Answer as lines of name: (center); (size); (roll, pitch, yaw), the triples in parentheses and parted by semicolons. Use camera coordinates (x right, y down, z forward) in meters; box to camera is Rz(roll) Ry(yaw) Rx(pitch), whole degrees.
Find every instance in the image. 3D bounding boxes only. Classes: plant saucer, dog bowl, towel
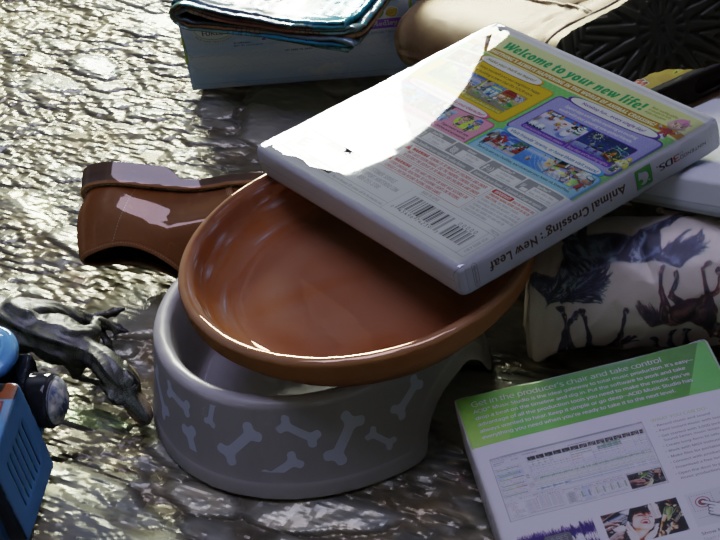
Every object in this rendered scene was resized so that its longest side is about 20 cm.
plant saucer: (0.000, 0.000, 1.167); (0.198, 0.038, 0.201); (-8, 37, 6)
dog bowl: (-0.027, 0.040, 1.201); (0.198, 0.059, 0.201); (-8, 36, 6)
towel: (-0.028, -0.220, 1.473); (0.146, 0.022, 0.200); (10, 42, 24)

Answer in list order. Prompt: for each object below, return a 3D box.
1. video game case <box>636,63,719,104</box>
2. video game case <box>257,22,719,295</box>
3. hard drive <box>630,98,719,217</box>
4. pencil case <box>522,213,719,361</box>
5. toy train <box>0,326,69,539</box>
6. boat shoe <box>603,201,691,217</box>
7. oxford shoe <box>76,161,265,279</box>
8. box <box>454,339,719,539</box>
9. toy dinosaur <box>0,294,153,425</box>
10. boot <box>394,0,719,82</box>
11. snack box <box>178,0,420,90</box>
video game case: (0.209, -0.182, 1.466); (0.180, 0.026, 0.200); (-24, 39, -18)
video game case: (0.068, -0.068, 1.185); (0.181, 0.022, 0.200); (-29, 35, -23)
hard drive: (0.240, -0.056, 1.163); (0.131, 0.026, 0.199); (-23, 25, -39)
pencil case: (0.183, 0.008, 1.172); (0.198, 0.090, 0.078); (-4, 65, 11)
toy train: (-0.262, 0.092, 1.176); (0.198, 0.087, 0.115); (-2, 43, 13)
boat shoe: (0.172, -0.056, 1.277); (0.067, 0.057, 0.199); (-34, 41, -28)
oxford shoe: (-0.080, -0.021, 1.310); (0.198, 0.071, 0.072); (2, 68, 13)
box: (0.137, 0.120, 1.068); (0.143, 0.037, 0.201); (-13, 37, -2)
toy dinosaur: (-0.191, 0.032, 1.241); (0.199, 0.048, 0.088); (22, 5, 18)
boot: (0.138, -0.166, 1.378); (0.174, 0.067, 0.200); (-19, 19, -21)
snack box: (-0.033, -0.216, 1.542); (0.167, 0.068, 0.201); (-4, 38, 9)
